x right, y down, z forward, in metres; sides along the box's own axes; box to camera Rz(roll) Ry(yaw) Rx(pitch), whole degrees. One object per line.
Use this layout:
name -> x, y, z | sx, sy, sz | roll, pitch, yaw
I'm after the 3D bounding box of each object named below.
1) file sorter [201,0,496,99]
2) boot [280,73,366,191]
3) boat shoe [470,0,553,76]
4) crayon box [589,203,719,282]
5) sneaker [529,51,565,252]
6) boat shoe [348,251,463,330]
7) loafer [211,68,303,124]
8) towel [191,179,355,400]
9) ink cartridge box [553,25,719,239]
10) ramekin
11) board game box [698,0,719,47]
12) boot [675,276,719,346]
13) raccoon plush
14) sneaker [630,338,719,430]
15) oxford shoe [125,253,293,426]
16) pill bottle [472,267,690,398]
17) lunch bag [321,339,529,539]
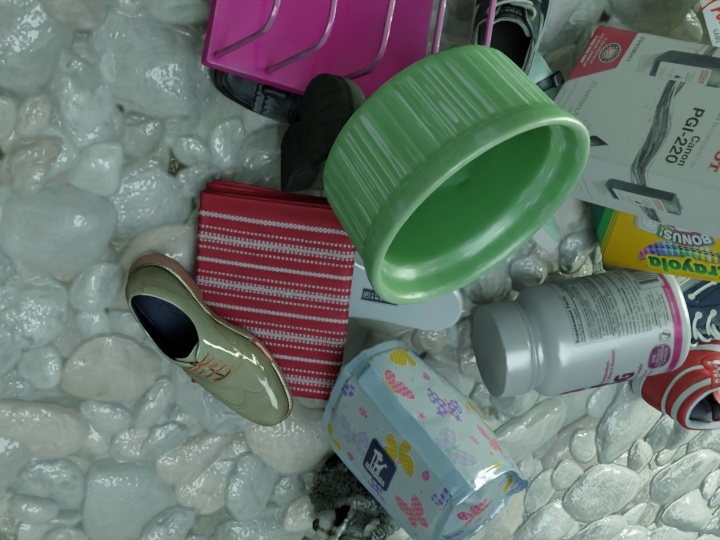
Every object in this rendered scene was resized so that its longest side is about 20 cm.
file sorter -> -0.003, -0.216, 1.003 | 0.199, 0.125, 0.140 | 13, 81, -28
boot -> 0.012, -0.109, 1.037 | 0.129, 0.200, 0.068 | 2, 79, -15
boat shoe -> 0.133, -0.212, 1.095 | 0.071, 0.071, 0.202 | 7, 89, 1
crayon box -> 0.324, -0.056, 1.215 | 0.058, 0.199, 0.119 | -44, 128, -35
sneaker -> 0.174, -0.114, 1.189 | 0.118, 0.074, 0.201 | -33, 120, 1
boat shoe -> 0.000, 0.000, 1.173 | 0.198, 0.068, 0.072 | 12, 117, -6
loafer -> -0.030, -0.153, 1.087 | 0.199, 0.063, 0.072 | 11, 110, -28
towel -> -0.080, 0.021, 1.135 | 0.143, 0.023, 0.202 | 7, 114, 1
ink cartridge box -> 0.273, -0.123, 1.101 | 0.146, 0.199, 0.085 | -58, 144, -17
ramekin -> 0.068, -0.076, 0.956 | 0.199, 0.098, 0.200 | -29, 155, -15
board game box -> 0.357, -0.222, 1.182 | 0.046, 0.152, 0.201 | -14, 126, 21
boot -> 0.368, 0.050, 1.348 | 0.200, 0.090, 0.073 | -40, 123, -3
raccoon plush -> 0.039, 0.244, 1.262 | 0.198, 0.134, 0.098 | -9, 116, -21
sneaker -> 0.408, 0.101, 1.378 | 0.199, 0.112, 0.071 | -35, 123, -6
oxford shoe -> -0.139, 0.077, 1.111 | 0.071, 0.074, 0.200 | -40, 107, 18
pill bottle -> 0.222, 0.065, 1.272 | 0.198, 0.113, 0.114 | -10, 117, -13
lunch bag -> 0.056, 0.165, 1.170 | 0.127, 0.170, 0.200 | -42, 161, -2
